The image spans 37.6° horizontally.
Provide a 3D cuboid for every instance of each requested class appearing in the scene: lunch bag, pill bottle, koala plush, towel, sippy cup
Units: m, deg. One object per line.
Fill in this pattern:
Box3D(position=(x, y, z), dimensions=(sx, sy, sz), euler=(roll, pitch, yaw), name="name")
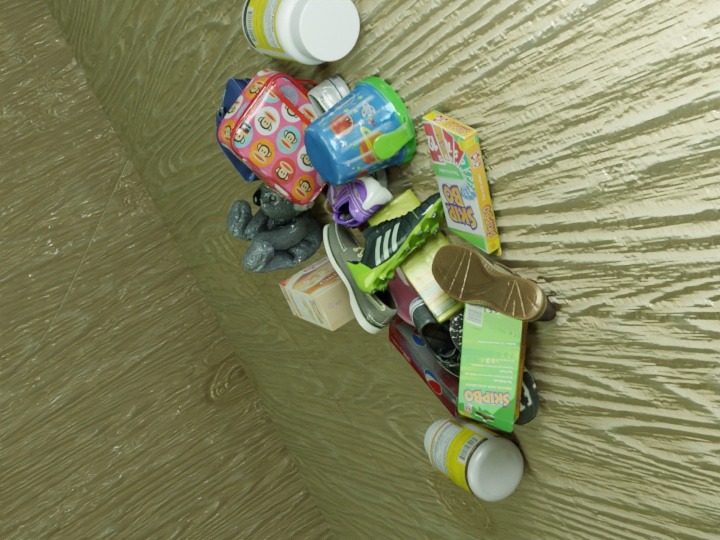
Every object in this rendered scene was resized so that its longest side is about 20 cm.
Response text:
Box3D(position=(-0.173, -0.248, 1.824), dimensions=(0.200, 0.131, 0.137), euler=(49, 132, 44), name="lunch bag")
Box3D(position=(0.190, 0.322, 1.841), dimensions=(0.199, 0.108, 0.110), euler=(18, 135, 65), name="pill bottle")
Box3D(position=(-0.147, -0.126, 2.037), dimensions=(0.178, 0.181, 0.202), euler=(-122, 35, -45), name="koala plush")
Box3D(position=(-0.087, -0.360, 1.534), dimensions=(0.199, 0.113, 0.115), euler=(28, 145, 58), name="pill bottle")
Box3D(position=(0.098, -0.022, 1.604), dimensions=(0.201, 0.086, 0.018), euler=(55, 175, 16), name="towel")
Box3D(position=(-0.114, -0.223, 1.701), dimensions=(0.200, 0.177, 0.082), euler=(39, 172, -36), name="lunch bag")
Box3D(position=(-0.008, -0.193, 1.542), dimensions=(0.140, 0.129, 0.178), euler=(55, 159, 10), name="sippy cup")

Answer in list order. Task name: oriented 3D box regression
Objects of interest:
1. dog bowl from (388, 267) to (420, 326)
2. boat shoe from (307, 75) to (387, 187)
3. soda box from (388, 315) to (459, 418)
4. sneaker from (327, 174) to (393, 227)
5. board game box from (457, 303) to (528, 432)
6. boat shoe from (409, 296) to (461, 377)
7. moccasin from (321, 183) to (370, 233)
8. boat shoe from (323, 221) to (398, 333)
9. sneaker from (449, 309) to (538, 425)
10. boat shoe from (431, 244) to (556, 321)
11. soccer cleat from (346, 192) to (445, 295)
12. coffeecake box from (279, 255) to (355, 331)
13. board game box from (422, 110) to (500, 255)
Box3D(position=(0.081, 0.001, 1.701), dimensions=(0.201, 0.073, 0.201), euler=(51, 160, 26), name="dog bowl")
Box3D(position=(-0.024, -0.205, 1.678), dimensions=(0.202, 0.065, 0.073), euler=(63, 161, -9), name="boat shoe")
Box3D(position=(0.129, 0.152, 1.820), dimensions=(0.200, 0.063, 0.070), euler=(50, 159, 31), name="soda box")
Box3D(position=(-0.021, -0.110, 1.651), dimensions=(0.081, 0.084, 0.200), euler=(43, 172, -13), name="sneaker")
Box3D(position=(0.191, 0.134, 1.539), dimensions=(0.095, 0.030, 0.203), euler=(18, 118, 30), name="board game box")
Box3D(position=(0.137, 0.120, 1.655), dimensions=(0.200, 0.068, 0.057), euler=(49, -161, -37), name="boat shoe")
Box3D(position=(-0.034, -0.119, 1.800), dimensions=(0.202, 0.077, 0.074), euler=(54, 163, 27), name="moccasin")
Box3D(position=(0.002, 0.000, 1.699), dimensions=(0.060, 0.072, 0.204), euler=(-39, 64, 31), name="boat shoe")
Box3D(position=(0.211, 0.140, 1.617), dimensions=(0.202, 0.076, 0.089), euler=(59, -167, -2), name="sneaker")
Box3D(position=(0.184, 0.023, 1.454), dimensions=(0.199, 0.073, 0.072), euler=(23, -179, 41), name="boat shoe")
Box3D(position=(0.051, -0.051, 1.562), dimensions=(0.200, 0.067, 0.081), euler=(-49, 68, 24), name="soccer cleat")
Box3D(position=(-0.041, 0.030, 1.940), dimensions=(0.074, 0.152, 0.199), euler=(65, 161, -16), name="coffeecake box")
Box3D(position=(0.139, -0.112, 1.430), dimensions=(0.095, 0.030, 0.202), euler=(37, 153, 50), name="board game box")
